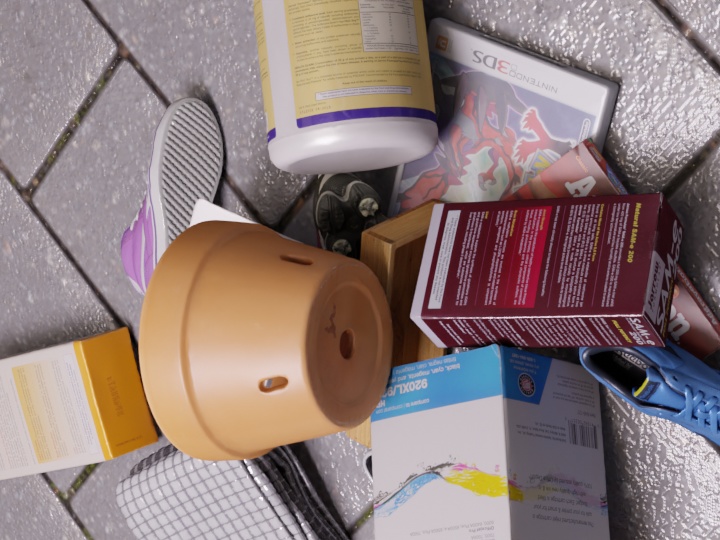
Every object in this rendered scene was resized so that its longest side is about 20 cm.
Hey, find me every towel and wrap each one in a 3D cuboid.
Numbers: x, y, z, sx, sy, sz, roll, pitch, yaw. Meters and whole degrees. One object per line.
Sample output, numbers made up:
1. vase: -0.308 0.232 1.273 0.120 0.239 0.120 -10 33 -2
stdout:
1. towel: -0.116 0.244 1.753 0.165 0.086 0.200 -28 102 30

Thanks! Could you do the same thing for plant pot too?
1. plant pot: -0.066 0.060 1.493 0.140 0.200 0.201 1 102 32

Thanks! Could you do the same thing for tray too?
1. tray: 0.036 0.046 1.584 0.037 0.098 0.201 25 123 32

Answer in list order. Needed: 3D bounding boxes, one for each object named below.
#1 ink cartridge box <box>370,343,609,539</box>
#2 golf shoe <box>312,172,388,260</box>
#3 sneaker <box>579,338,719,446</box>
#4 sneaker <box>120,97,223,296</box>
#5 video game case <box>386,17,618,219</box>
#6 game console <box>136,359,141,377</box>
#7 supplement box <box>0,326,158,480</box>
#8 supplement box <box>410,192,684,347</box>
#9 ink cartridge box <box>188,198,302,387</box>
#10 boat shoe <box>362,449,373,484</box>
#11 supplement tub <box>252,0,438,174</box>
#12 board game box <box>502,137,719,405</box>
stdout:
1. ink cartridge box: 0.107 0.180 1.515 0.144 0.147 0.201 -15 70 38
2. golf shoe: 0.000 0.000 1.645 0.088 0.077 0.201 -119 19 -62
3. sneaker: 0.262 0.104 1.443 0.200 0.078 0.066 29 114 15
4. sneaker: -0.194 -0.068 1.764 0.114 0.072 0.202 11 96 55
5. video game case: 0.115 -0.093 1.559 0.182 0.023 0.201 25 115 29
6. game console: -0.128 0.082 1.776 0.177 0.031 0.200 43 122 20
7. supplement box: -0.314 0.140 1.897 0.199 0.073 0.127 -13 93 39
8. supplement box: 0.148 0.002 1.454 0.199 0.061 0.109 -1 62 30
9. ink cartridge box: -0.112 0.027 1.665 0.117 0.067 0.201 25 120 9
10. boat shoe: 0.077 0.229 1.636 0.072 0.068 0.200 -45 74 35
11. supplement tub: -0.015 -0.191 1.542 0.145 0.145 0.201 -10 83 37
12. board game box: 0.205 0.002 1.500 0.103 0.019 0.200 -37 85 30
